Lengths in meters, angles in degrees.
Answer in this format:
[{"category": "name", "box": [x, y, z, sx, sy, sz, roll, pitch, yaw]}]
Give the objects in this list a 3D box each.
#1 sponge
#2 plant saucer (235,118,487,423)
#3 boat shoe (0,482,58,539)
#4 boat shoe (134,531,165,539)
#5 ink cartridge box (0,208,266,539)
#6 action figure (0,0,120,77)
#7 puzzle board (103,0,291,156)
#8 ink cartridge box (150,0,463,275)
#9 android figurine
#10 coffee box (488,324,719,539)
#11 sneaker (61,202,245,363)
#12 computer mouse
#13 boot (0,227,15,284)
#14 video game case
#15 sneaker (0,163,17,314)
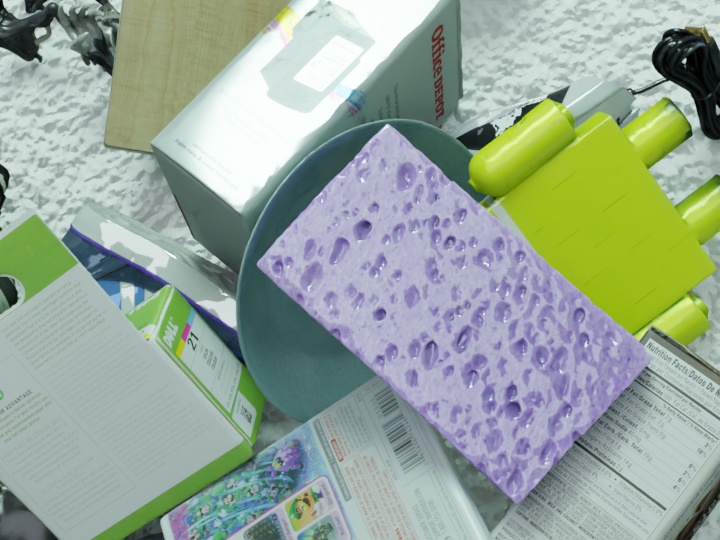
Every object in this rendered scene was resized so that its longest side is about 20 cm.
[{"category": "sponge", "box": [0.051, 0.023, 0.758, 0.200, 0.030, 0.112, 42, 85, 9]}, {"category": "plant saucer", "box": [0.000, 0.000, 0.851, 0.201, 0.201, 0.039, -52, 39, -8]}, {"category": "boat shoe", "box": [-0.277, 0.169, 0.910, 0.199, 0.065, 0.072, 7, 71, 15]}, {"category": "boat shoe", "box": [-0.165, 0.222, 0.869, 0.199, 0.074, 0.066, -19, 99, -1]}, {"category": "ink cartridge box", "box": [-0.176, 0.061, 0.839, 0.147, 0.076, 0.200, -33, 109, 18]}, {"category": "action figure", "box": [-0.182, -0.195, 1.002, 0.199, 0.102, 0.119, 9, 61, 18]}, {"category": "puzzle board", "box": [-0.096, -0.174, 0.966, 0.150, 0.017, 0.201, 8, 84, -15]}, {"category": "ink cartridge box", "box": [-0.027, -0.097, 0.888, 0.083, 0.146, 0.200, 37, 75, 19]}, {"category": "android figurine", "box": [0.137, -0.012, 0.847, 0.200, 0.041, 0.182, -36, 102, 2]}, {"category": "coffee box", "box": [0.144, 0.146, 0.790, 0.080, 0.113, 0.200, 36, 81, 24]}, {"category": "sneaker", "box": [-0.142, 0.060, 0.921, 0.199, 0.081, 0.147, 30, 97, 9]}, {"category": "computer mouse", "box": [0.148, -0.089, 0.890, 0.199, 0.110, 0.044, -22, 59, 14]}, {"category": "boot", "box": [-0.322, 0.061, 0.948, 0.154, 0.077, 0.201, -13, 62, 2]}, {"category": "video game case", "box": [-0.014, 0.175, 0.767, 0.182, 0.024, 0.200, -34, 48, 8]}, {"category": "sneaker", "box": [-0.276, -0.044, 0.938, 0.087, 0.076, 0.200, -27, 55, -25]}]
